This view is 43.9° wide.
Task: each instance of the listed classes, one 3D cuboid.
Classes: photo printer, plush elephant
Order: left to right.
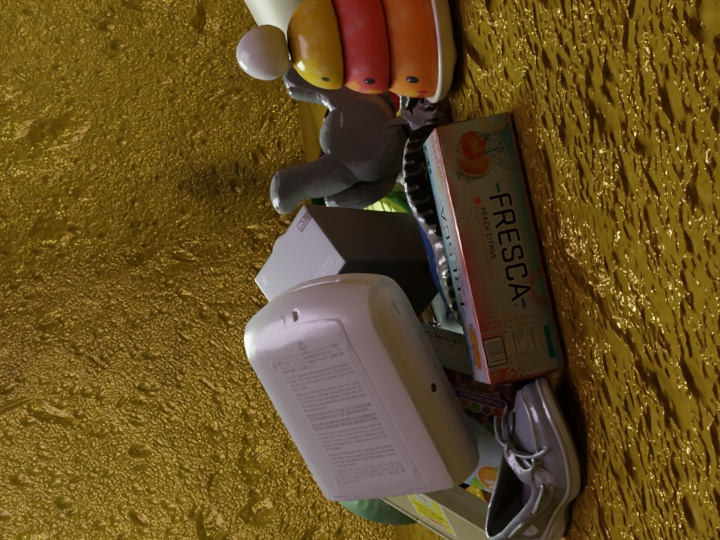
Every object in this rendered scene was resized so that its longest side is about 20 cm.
[{"bbox_3d":[-0.005,0.100,0.782,0.069,0.164,0.202,-44,-69,-49],"label":"photo printer"},{"bbox_3d":[0.016,-0.139,0.980,0.155,0.196,0.169,21,-112,-69],"label":"plush elephant"}]

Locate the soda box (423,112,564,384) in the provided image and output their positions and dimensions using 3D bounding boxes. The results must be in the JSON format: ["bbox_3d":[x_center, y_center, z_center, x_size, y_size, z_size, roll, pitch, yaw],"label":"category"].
[{"bbox_3d":[0.104,-0.015,0.708,0.068,0.062,0.204,142,116,-84],"label":"soda box"}]

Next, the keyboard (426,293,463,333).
[{"bbox_3d":[0.111,0.041,0.993,0.202,0.039,0.105,-106,29,-45],"label":"keyboard"}]

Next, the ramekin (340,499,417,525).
[{"bbox_3d":[0.047,0.221,1.173,0.201,0.196,0.099,-109,16,-51],"label":"ramekin"}]

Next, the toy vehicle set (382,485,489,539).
[{"bbox_3d":[0.080,0.253,0.969,0.198,0.027,0.125,24,154,34],"label":"toy vehicle set"}]

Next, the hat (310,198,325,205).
[{"bbox_3d":[0.033,-0.113,1.345,0.175,0.198,0.168,-28,40,42],"label":"hat"}]

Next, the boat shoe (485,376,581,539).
[{"bbox_3d":[0.137,0.166,0.737,0.204,0.063,0.075,84,171,-49],"label":"boat shoe"}]

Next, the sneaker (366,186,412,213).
[{"bbox_3d":[0.045,-0.073,1.110,0.200,0.082,0.075,-139,31,-68],"label":"sneaker"}]

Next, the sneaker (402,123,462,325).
[{"bbox_3d":[0.082,-0.036,0.825,0.089,0.077,0.204,119,139,-78],"label":"sneaker"}]

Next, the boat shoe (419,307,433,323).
[{"bbox_3d":[0.055,0.067,1.139,0.076,0.071,0.203,-119,3,-69],"label":"boat shoe"}]

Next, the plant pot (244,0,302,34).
[{"bbox_3d":[-0.074,-0.375,1.274,0.201,0.197,0.186,-113,0,-63],"label":"plant pot"}]

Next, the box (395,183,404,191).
[{"bbox_3d":[0.032,-0.088,1.288,0.082,0.067,0.204,-115,14,-69],"label":"box"}]

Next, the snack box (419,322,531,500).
[{"bbox_3d":[0.061,0.120,0.840,0.053,0.197,0.144,-47,-40,-41],"label":"snack box"}]

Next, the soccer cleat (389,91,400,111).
[{"bbox_3d":[0.022,-0.267,1.053,0.086,0.067,0.203,-95,2,-47],"label":"soccer cleat"}]

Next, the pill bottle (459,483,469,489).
[{"bbox_3d":[0.058,0.157,0.998,0.201,0.105,0.107,54,-171,-33],"label":"pill bottle"}]

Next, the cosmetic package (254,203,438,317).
[{"bbox_3d":[0.000,0.000,0.929,0.091,0.198,0.107,50,121,25],"label":"cosmetic package"}]

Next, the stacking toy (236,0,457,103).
[{"bbox_3d":[-0.019,-0.215,0.835,0.146,0.196,0.149,168,90,-85],"label":"stacking toy"}]
